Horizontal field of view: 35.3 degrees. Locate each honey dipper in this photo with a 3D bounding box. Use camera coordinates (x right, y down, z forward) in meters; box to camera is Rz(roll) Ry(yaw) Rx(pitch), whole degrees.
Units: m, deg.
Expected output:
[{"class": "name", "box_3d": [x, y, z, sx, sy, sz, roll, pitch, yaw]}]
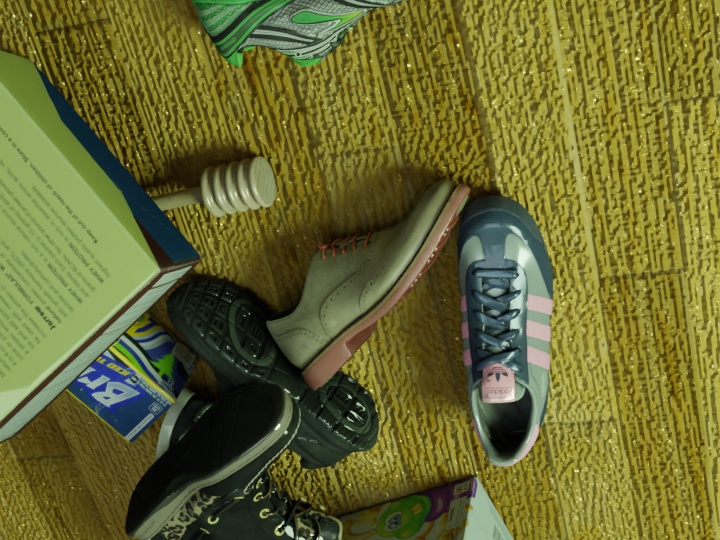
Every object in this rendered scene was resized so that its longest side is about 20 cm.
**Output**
[{"class": "honey dipper", "box_3d": [-0.157, -0.048, 0.853, 0.197, 0.038, 0.038, -11, 117, 23]}]

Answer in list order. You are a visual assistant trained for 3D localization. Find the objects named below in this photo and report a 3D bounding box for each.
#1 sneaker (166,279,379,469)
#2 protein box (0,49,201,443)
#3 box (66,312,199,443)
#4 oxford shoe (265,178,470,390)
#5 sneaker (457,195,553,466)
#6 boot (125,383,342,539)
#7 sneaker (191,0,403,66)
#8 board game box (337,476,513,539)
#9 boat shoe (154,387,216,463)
[{"class": "sneaker", "box_3d": [-0.081, 0.091, 0.897, 0.200, 0.076, 0.091, 43, 128, -10]}, {"class": "protein box", "box_3d": [-0.255, -0.011, 0.775, 0.200, 0.135, 0.199, -42, 90, 5]}, {"class": "box", "box_3d": [-0.229, 0.042, 0.908, 0.200, 0.065, 0.070, 43, 120, -11]}, {"class": "oxford shoe", "box_3d": [0.000, 0.000, 0.821, 0.075, 0.070, 0.200, 42, 114, 3]}, {"class": "sneaker", "box_3d": [0.105, 0.049, 0.813, 0.069, 0.082, 0.203, -3, 119, 17]}, {"class": "boot", "box_3d": [-0.075, 0.177, 0.887, 0.150, 0.074, 0.200, 33, 123, -25]}, {"class": "sneaker", "box_3d": [-0.015, -0.181, 0.721, 0.197, 0.078, 0.086, -2, 127, 26]}, {"class": "board game box", "box_3d": [0.027, 0.270, 0.953, 0.198, 0.103, 0.106, -22, 113, 25]}, {"class": "boat shoe", "box_3d": [-0.143, 0.198, 0.975, 0.067, 0.072, 0.203, 16, 120, 5]}]
